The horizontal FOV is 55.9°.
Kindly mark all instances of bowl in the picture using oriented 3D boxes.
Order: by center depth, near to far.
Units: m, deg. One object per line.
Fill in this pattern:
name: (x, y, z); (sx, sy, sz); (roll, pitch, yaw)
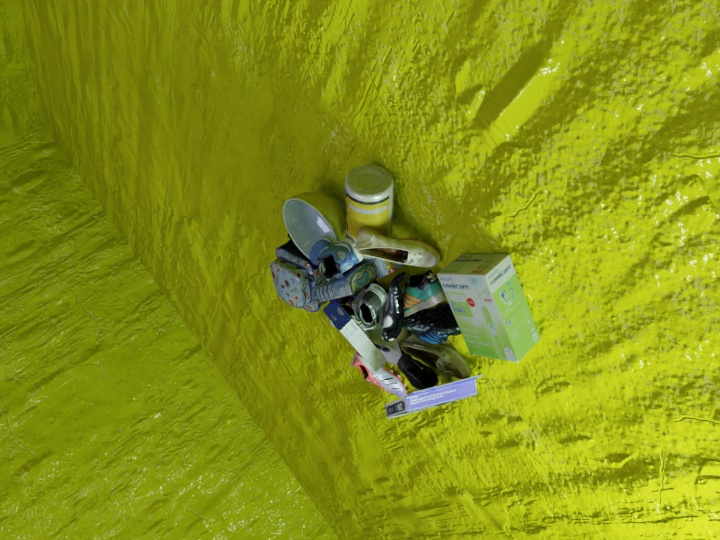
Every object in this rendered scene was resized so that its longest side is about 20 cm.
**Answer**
bowl: (-0.091, -0.122, 1.708); (0.198, 0.107, 0.203); (32, 144, 26)

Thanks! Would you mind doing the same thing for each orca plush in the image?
orca plush: (0.094, 0.094, 1.587); (0.069, 0.106, 0.205); (9, 121, 2)

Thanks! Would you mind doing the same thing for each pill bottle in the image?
pill bottle: (0.020, -0.127, 1.534); (0.110, 0.110, 0.203); (36, 146, 30)

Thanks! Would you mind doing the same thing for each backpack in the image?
backpack: (-0.157, 0.023, 1.922); (0.198, 0.153, 0.194); (28, 147, 42)

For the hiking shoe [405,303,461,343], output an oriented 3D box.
hiking shoe: (0.191, 0.131, 1.602); (0.087, 0.075, 0.198); (43, 159, -24)

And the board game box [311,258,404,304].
board game box: (0.000, 0.000, 1.651); (0.197, 0.198, 0.063); (-18, 100, 47)

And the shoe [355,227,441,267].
shoe: (0.082, -0.038, 1.491); (0.194, 0.054, 0.071); (15, 136, -3)

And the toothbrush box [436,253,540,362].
toothbrush box: (0.263, 0.074, 1.395); (0.144, 0.085, 0.204); (3, 121, 55)

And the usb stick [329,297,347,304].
usb stick: (-0.058, 0.063, 1.864); (0.055, 0.032, 0.202); (45, 151, 21)

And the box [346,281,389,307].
box: (0.006, 0.064, 1.838); (0.199, 0.036, 0.145); (38, 147, 27)

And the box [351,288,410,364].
box: (0.060, 0.149, 1.759); (0.114, 0.060, 0.203); (9, 134, 34)

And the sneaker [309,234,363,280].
sneaker: (-0.078, -0.029, 1.596); (0.080, 0.089, 0.198); (58, 156, -17)

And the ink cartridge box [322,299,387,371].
ink cartridge box: (-0.011, 0.161, 1.672); (0.094, 0.044, 0.201); (45, 174, 46)

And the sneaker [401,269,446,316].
sneaker: (0.131, 0.051, 1.600); (0.081, 0.071, 0.199); (59, 146, -1)

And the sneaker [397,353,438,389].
sneaker: (0.159, 0.273, 1.723); (0.103, 0.061, 0.200); (31, 170, 44)

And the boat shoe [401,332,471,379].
boat shoe: (0.188, 0.221, 1.688); (0.198, 0.062, 0.075); (28, 141, 40)

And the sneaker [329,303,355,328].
sneaker: (-0.006, 0.155, 1.869); (0.089, 0.071, 0.200); (20, 165, 38)

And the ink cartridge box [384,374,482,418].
ink cartridge box: (0.178, 0.308, 1.647); (0.200, 0.193, 0.045); (131, 126, -64)

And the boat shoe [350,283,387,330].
boat shoe: (0.018, 0.105, 1.620); (0.073, 0.068, 0.200); (39, 156, 7)

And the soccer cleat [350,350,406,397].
soccer cleat: (0.052, 0.305, 1.948); (0.200, 0.077, 0.066); (47, 153, -14)
